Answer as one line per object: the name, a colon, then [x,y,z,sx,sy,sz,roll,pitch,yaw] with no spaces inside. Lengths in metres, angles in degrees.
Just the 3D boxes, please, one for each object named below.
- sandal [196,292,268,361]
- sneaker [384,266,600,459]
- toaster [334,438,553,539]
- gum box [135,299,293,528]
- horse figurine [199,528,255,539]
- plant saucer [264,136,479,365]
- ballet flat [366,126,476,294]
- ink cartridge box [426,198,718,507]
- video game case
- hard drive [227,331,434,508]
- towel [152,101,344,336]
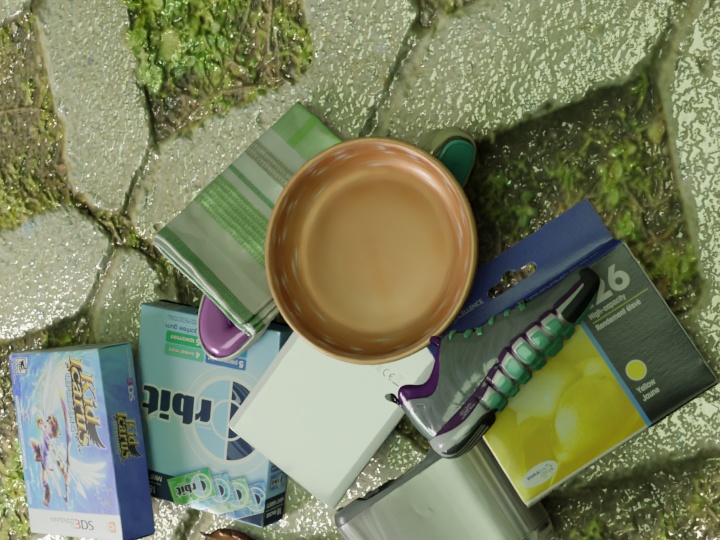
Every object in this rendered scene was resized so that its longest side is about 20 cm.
sandal: [-0.105,-0.008,1.376,0.082,0.050,0.203,33,93,30]
sneaker: [0.110,0.059,1.182,0.088,0.074,0.200,41,87,18]
toaster: [0.085,0.224,1.291,0.200,0.114,0.129,-37,81,17]
gum box: [-0.152,0.143,1.445,0.169,0.045,0.201,10,100,26]
horse figurine: [-0.075,0.318,1.409,0.200,0.050,0.133,-13,71,36]
plant saucer: [0.012,-0.017,1.254,0.199,0.037,0.201,-1,86,21]
ballet flat: [0.044,-0.042,1.304,0.069,0.069,0.200,29,96,23]
ink cartridge box: [0.172,0.067,1.229,0.197,0.047,0.200,-34,80,1]
video game case: [-0.297,0.180,1.494,0.181,0.045,0.201,-7,91,46]
hard drive: [-0.019,0.109,1.354,0.132,0.025,0.200,37,104,6]
towel: [-0.083,-0.054,1.346,0.200,0.031,0.149,-45,69,-7]
